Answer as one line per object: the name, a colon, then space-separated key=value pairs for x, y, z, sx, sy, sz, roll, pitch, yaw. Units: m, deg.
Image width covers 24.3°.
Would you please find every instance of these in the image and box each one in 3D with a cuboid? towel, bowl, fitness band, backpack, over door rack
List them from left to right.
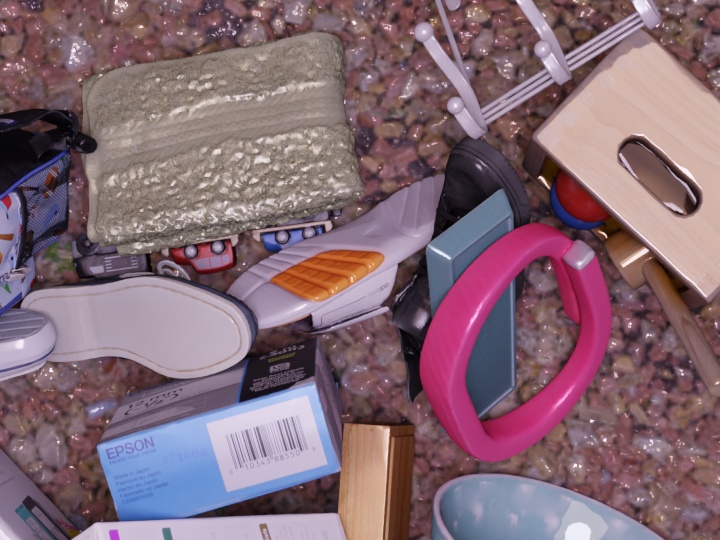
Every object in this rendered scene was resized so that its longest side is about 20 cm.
backpack: x=-0.310 y=-0.037 z=1.140 sx=0.199 sy=0.190 sz=0.155 roll=10 pitch=110 yaw=16
towel: x=-0.102 y=-0.093 z=1.197 sx=0.199 sy=0.037 sz=0.149 roll=-10 pitch=69 yaw=3
fitness band: x=0.107 y=0.052 z=1.121 sx=0.144 sy=0.200 sz=0.037 roll=-45 pitch=57 yaw=-12
over door rack: x=0.109 y=-0.192 z=1.119 sx=0.148 sy=0.200 sz=0.067 roll=-31 pitch=125 yaw=18
bowl: x=0.127 y=0.231 z=1.118 sx=0.200 sy=0.201 sz=0.105 roll=20 pitch=106 yaw=4

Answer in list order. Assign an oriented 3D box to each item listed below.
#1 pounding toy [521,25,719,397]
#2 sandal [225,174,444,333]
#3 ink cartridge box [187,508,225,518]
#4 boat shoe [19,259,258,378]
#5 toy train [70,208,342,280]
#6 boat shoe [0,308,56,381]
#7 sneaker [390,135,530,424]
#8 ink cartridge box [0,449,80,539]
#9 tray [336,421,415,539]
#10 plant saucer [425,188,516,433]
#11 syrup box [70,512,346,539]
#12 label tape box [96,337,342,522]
pounding toy: x=0.202 y=-0.034 z=1.119 sx=0.200 sy=0.184 sz=0.142 roll=44 pitch=90 yaw=5
sandal: x=0.004 y=0.003 z=1.176 sx=0.206 sy=0.079 sz=0.059 roll=-28 pitch=123 yaw=-14
ink cartridge box: x=-0.113 y=0.236 z=1.112 sx=0.048 sy=0.200 sz=0.146 roll=-34 pitch=85 yaw=13
boat shoe: x=-0.146 y=0.035 z=1.158 sx=0.199 sy=0.062 sz=0.075 roll=-5 pitch=101 yaw=35
toy train: x=-0.110 y=-0.019 z=1.212 sx=0.199 sy=0.034 sz=0.046 roll=-9 pitch=88 yaw=3
boat shoe: x=-0.292 y=0.075 z=1.188 sx=0.199 sy=0.074 sz=0.067 roll=-7 pitch=111 yaw=29
sneaker: x=0.064 y=0.009 z=1.140 sx=0.060 sy=0.200 sz=0.104 roll=32 pitch=62 yaw=29
ink cartridge box: x=-0.261 y=0.230 z=1.141 sx=0.147 sy=0.146 sz=0.200 roll=-43 pitch=90 yaw=0
tray: x=0.009 y=0.206 z=1.155 sx=0.037 sy=0.099 sz=0.201 roll=4 pitch=86 yaw=12
plant saucer: x=0.078 y=0.035 z=1.118 sx=0.070 sy=0.200 sz=0.019 roll=-37 pitch=56 yaw=-23
syrup box: x=-0.099 y=0.204 z=1.050 sx=0.079 sy=0.200 sz=0.082 roll=-36 pitch=60 yaw=38
label tape box: x=-0.088 y=0.098 z=1.116 sx=0.143 sy=0.200 sz=0.066 roll=-17 pitch=101 yaw=2
